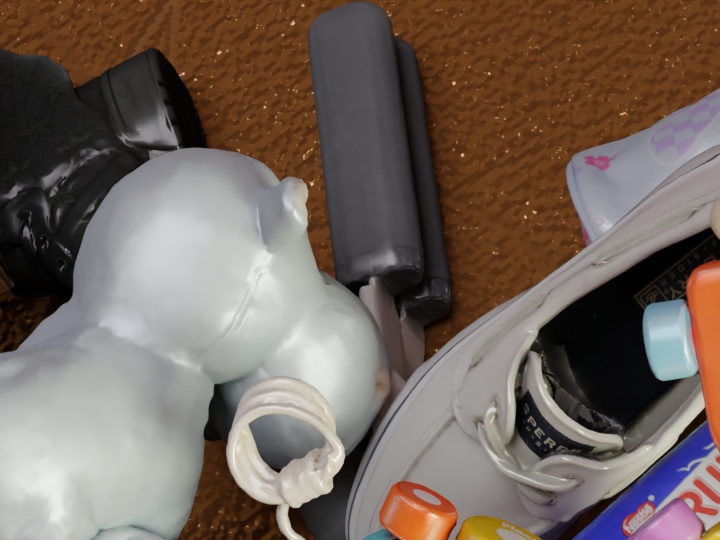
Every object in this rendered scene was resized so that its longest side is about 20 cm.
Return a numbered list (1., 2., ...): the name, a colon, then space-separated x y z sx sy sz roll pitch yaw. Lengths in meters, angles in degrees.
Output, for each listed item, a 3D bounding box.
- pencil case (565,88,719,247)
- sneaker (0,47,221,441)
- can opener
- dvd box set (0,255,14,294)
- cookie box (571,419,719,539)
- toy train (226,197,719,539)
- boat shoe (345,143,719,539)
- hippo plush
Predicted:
1. pencil case: 0.168 -0.037 0.971 0.199 0.083 0.091 -24 26 10
2. sneaker: -0.103 -0.009 1.082 0.104 0.060 0.200 -21 55 10
3. can opener: 0.000 0.000 1.038 0.066 0.053 0.201 -12 62 17
4. dvd box set: -0.237 -0.011 1.027 0.199 0.029 0.147 -26 61 -2
5. cookie box: 0.171 0.126 0.897 0.171 0.075 0.200 -41 58 1
6. toy train: 0.068 0.064 0.871 0.199 0.056 0.151 -14 92 17
7. boat shoe: 0.065 0.041 0.920 0.200 0.066 0.072 -39 93 21
8. hippo plush: -0.083 0.037 0.952 0.159 0.200 0.161 3 52 55
